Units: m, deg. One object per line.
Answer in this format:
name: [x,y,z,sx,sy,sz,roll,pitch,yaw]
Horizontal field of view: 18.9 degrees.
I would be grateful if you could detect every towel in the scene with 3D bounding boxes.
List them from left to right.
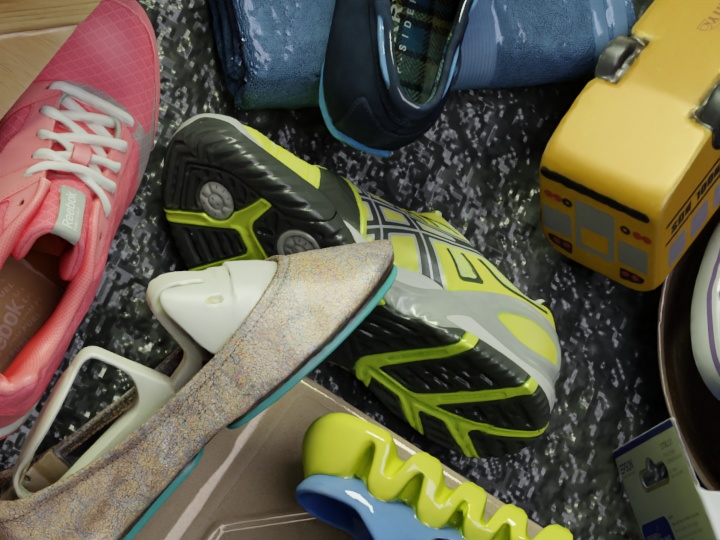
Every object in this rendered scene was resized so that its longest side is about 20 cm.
towel: [0.025,-0.132,0.960,0.199,0.048,0.112,-8,86,-25]

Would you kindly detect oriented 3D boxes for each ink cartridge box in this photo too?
ink cartridge box: [0.168,0.161,0.938,0.037,0.095,0.201,-19,80,-13]

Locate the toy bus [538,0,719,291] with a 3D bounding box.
toy bus: [0.160,-0.090,0.985,0.065,0.079,0.200,26,60,25]

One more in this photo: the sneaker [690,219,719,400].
sneaker: [0.225,-0.028,0.960,0.073,0.114,0.201,37,71,-17]

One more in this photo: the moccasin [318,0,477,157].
moccasin: [0.036,-0.146,0.902,0.080,0.068,0.201,9,79,-23]

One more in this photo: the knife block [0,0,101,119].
knife block: [-0.186,-0.138,0.818,0.175,0.064,0.200,38,99,-31]

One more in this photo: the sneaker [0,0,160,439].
sneaker: [-0.117,-0.026,0.861,0.073,0.087,0.201,22,74,-20]

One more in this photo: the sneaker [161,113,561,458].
sneaker: [0.000,0.000,0.930,0.200,0.075,0.077,39,38,-11]

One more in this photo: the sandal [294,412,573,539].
sandal: [0.052,0.136,0.844,0.199,0.080,0.087,24,71,14]

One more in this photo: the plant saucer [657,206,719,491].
plant saucer: [0.218,0.040,1.028,0.199,0.037,0.202,4,81,-23]

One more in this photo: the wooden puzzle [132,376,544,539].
wooden puzzle: [-0.012,0.158,0.886,0.199,0.037,0.185,33,70,8]

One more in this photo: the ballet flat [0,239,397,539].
ballet flat: [-0.073,0.044,0.851,0.200,0.068,0.067,-44,104,-1]
